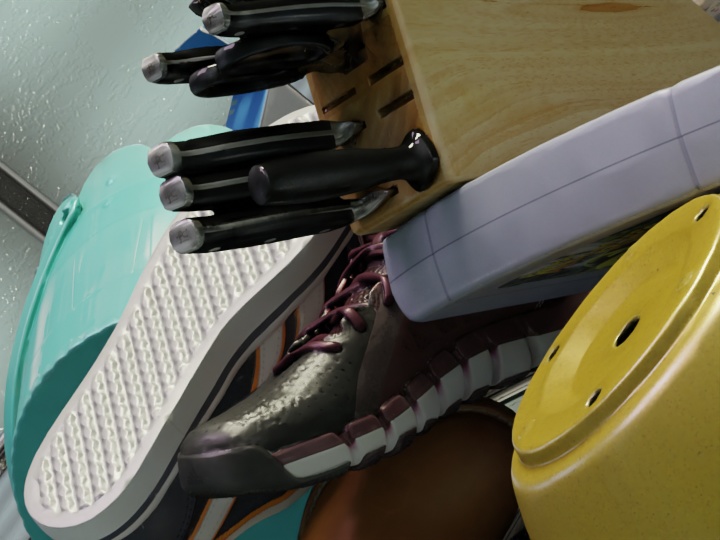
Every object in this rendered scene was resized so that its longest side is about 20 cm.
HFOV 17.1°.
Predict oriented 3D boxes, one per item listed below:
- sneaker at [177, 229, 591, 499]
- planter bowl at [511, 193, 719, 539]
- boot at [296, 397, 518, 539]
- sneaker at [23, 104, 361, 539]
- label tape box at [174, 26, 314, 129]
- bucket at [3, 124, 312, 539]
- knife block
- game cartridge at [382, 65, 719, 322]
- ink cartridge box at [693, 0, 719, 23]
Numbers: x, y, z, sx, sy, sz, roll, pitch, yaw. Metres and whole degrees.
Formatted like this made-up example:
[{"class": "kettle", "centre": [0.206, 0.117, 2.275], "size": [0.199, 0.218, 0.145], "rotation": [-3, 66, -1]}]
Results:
[{"class": "sneaker", "centre": [0.000, 0.000, 0.851], "size": [0.199, 0.116, 0.075], "rotation": [-25, 10, -41]}, {"class": "planter bowl", "centre": [0.100, 0.039, 0.663], "size": [0.201, 0.083, 0.200], "rotation": [-50, 8, 10]}, {"class": "boot", "centre": [0.001, 0.144, 0.847], "size": [0.200, 0.074, 0.155], "rotation": [-48, 17, 7]}, {"class": "sneaker", "centre": [-0.046, 0.032, 0.906], "size": [0.078, 0.079, 0.201], "rotation": [15, 64, 45]}, {"class": "label tape box", "centre": [-0.027, -0.037, 1.244], "size": [0.066, 0.199, 0.143], "rotation": [-54, 9, -7]}, {"class": "bucket", "centre": [-0.056, 0.055, 1.044], "size": [0.207, 0.207, 0.135], "rotation": [-47, 17, 26]}, {"class": "knife block", "centre": [0.031, -0.044, 0.796], "size": [0.064, 0.199, 0.176], "rotation": [-26, 33, 56]}, {"class": "game cartridge", "centre": [0.102, -0.029, 0.765], "size": [0.132, 0.041, 0.199], "rotation": [-5, -14, -38]}, {"class": "ink cartridge box", "centre": [0.137, -0.086, 0.990], "size": [0.199, 0.044, 0.198], "rotation": [-13, -26, -51]}]
